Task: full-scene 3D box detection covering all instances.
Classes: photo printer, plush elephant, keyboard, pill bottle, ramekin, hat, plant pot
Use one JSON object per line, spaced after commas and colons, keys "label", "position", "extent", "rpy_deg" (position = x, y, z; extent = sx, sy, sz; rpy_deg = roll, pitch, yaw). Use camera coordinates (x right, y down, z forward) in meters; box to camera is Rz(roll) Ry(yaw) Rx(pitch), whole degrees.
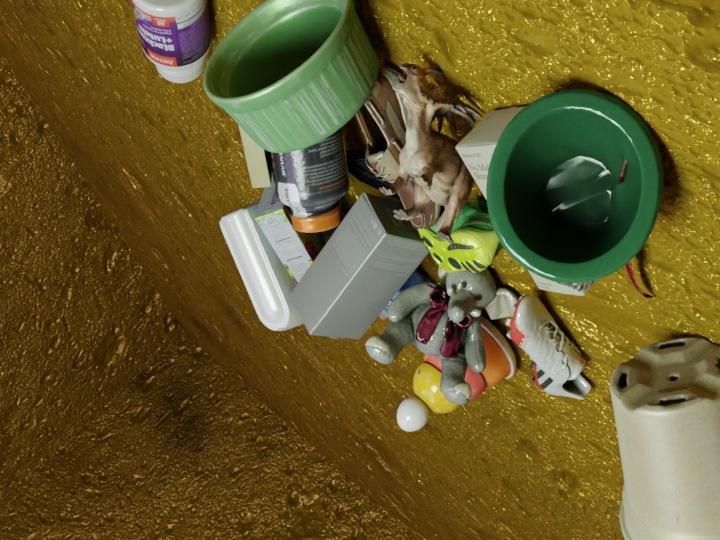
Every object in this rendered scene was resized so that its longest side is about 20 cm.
{"label": "photo printer", "position": [-0.123, -0.014, 1.383], "extent": [0.068, 0.166, 0.203], "rpy_deg": [-18, 98, 28]}
{"label": "plush elephant", "position": [0.130, 0.054, 1.233], "extent": [0.163, 0.201, 0.156], "rpy_deg": [33, 138, 1]}
{"label": "keyboard", "position": [0.043, -0.131, 1.242], "extent": [0.199, 0.040, 0.104], "rpy_deg": [29, 177, 42]}
{"label": "pill bottle", "position": [-0.279, -0.371, 1.333], "extent": [0.111, 0.111, 0.201], "rpy_deg": [43, 161, 12]}
{"label": "pill bottle", "position": [-0.071, -0.157, 1.205], "extent": [0.106, 0.105, 0.204], "rpy_deg": [22, 126, 51]}
{"label": "ramekin", "position": [-0.075, -0.232, 1.034], "extent": [0.199, 0.201, 0.098], "rpy_deg": [25, 160, 48]}
{"label": "hat", "position": [0.227, -0.075, 0.903], "extent": [0.163, 0.204, 0.175], "rpy_deg": [13, -168, 22]}
{"label": "plant pot", "position": [0.353, 0.183, 0.951], "extent": [0.199, 0.199, 0.186], "rpy_deg": [15, 133, 58]}

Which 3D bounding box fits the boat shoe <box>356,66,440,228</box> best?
{"label": "boat shoe", "position": [0.038, -0.140, 1.083], "extent": [0.075, 0.071, 0.203], "rpy_deg": [9, 123, 63]}

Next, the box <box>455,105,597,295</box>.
{"label": "box", "position": [0.189, -0.072, 0.953], "extent": [0.201, 0.068, 0.082], "rpy_deg": [54, 160, -21]}

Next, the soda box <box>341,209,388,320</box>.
{"label": "soda box", "position": [-0.001, -0.014, 1.505], "extent": [0.200, 0.064, 0.068], "rpy_deg": [47, 161, 1]}

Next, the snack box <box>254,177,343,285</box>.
{"label": "snack box", "position": [-0.088, -0.095, 1.355], "extent": [0.052, 0.202, 0.143], "rpy_deg": [-14, 127, 20]}

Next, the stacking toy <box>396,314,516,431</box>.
{"label": "stacking toy", "position": [0.129, 0.166, 1.360], "extent": [0.146, 0.200, 0.147], "rpy_deg": [40, 160, 18]}

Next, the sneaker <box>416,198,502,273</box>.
{"label": "sneaker", "position": [0.133, -0.044, 1.120], "extent": [0.075, 0.083, 0.200], "rpy_deg": [57, 168, -16]}

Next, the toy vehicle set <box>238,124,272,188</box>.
{"label": "toy vehicle set", "position": [-0.143, -0.223, 1.231], "extent": [0.202, 0.026, 0.126], "rpy_deg": [-94, -3, -50]}

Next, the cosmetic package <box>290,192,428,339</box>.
{"label": "cosmetic package", "position": [0.000, 0.000, 1.260], "extent": [0.106, 0.200, 0.091], "rpy_deg": [11, -140, -45]}

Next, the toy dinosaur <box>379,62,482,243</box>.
{"label": "toy dinosaur", "position": [0.093, -0.122, 1.005], "extent": [0.085, 0.137, 0.201], "rpy_deg": [18, 155, 37]}

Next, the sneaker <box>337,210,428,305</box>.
{"label": "sneaker", "position": [0.038, -0.017, 1.392], "extent": [0.200, 0.078, 0.089], "rpy_deg": [45, 164, 8]}

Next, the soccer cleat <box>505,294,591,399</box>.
{"label": "soccer cleat", "position": [0.253, 0.104, 1.181], "extent": [0.084, 0.069, 0.201], "rpy_deg": [19, 150, 39]}
